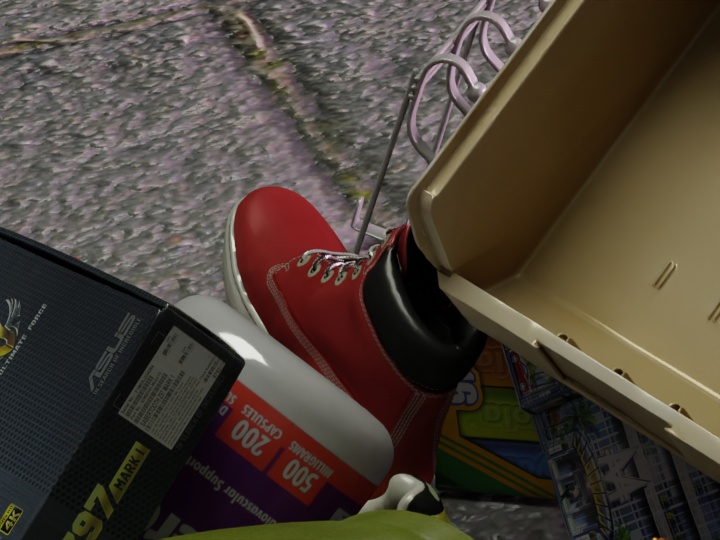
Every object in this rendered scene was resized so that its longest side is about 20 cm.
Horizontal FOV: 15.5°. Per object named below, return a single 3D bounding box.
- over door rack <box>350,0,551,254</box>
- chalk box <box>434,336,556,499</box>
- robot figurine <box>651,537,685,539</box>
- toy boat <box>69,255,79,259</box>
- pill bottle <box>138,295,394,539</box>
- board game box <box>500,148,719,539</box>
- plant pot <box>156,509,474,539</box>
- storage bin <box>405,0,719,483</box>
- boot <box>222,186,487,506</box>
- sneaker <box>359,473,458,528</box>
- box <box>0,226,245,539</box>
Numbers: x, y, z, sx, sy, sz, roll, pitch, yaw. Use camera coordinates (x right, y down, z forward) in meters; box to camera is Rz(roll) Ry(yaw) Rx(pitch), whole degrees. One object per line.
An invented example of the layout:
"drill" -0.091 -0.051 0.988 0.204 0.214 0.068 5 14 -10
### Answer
"over door rack" 0.041 -0.057 1.478 0.066 0.200 0.148 33 32 4
"chalk box" 0.140 0.032 1.269 0.199 0.124 0.125 2 25 24
"robot figurine" 0.124 0.194 0.852 0.200 0.145 0.058 56 20 24
"toy boat" -0.190 0.079 1.175 0.130 0.201 0.131 19 -1 -6
"pill bottle" -0.084 0.117 1.075 0.200 0.112 0.112 -53 33 -3
"board game box" 0.165 0.026 1.130 0.199 0.201 0.062 -24 -24 18
"plant pot" -0.030 0.174 0.949 0.200 0.201 0.193 8 16 34
"storage bin" 0.152 -0.032 1.058 0.200 0.094 0.199 32 81 35
"boot" 0.000 0.000 1.213 0.072 0.145 0.200 -3 44 -25
"sneaker" -0.051 0.134 1.163 0.199 0.077 0.075 -11 25 -2
"box" -0.150 0.089 1.032 0.158 0.051 0.200 21 76 54
